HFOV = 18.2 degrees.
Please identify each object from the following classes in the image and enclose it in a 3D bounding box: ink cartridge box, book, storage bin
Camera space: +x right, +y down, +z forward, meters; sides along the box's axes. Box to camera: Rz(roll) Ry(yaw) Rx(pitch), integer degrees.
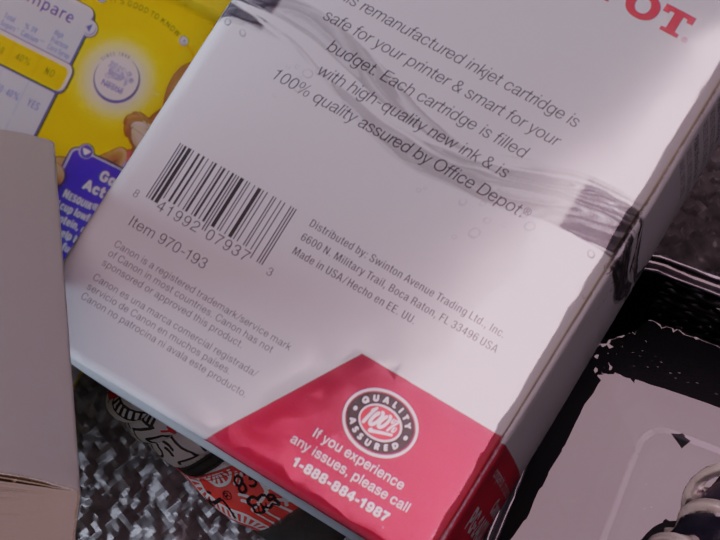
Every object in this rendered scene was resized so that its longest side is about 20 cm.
[{"bbox_3d":[0.016,-0.024,0.699,0.145,0.083,0.200,30,83,15],"label":"ink cartridge box"},{"bbox_3d":[-0.146,0.014,0.605,0.134,0.200,0.048,4,117,-13],"label":"book"},{"bbox_3d":[0.147,0.093,0.775,0.200,0.094,0.135,22,78,4],"label":"storage bin"}]

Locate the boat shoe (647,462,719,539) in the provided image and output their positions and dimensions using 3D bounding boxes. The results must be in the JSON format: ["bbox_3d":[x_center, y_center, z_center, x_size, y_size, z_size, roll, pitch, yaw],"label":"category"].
[{"bbox_3d":[0.102,0.100,0.697,0.200,0.075,0.093,0,70,-7],"label":"boat shoe"}]

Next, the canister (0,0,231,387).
[{"bbox_3d":[-0.131,-0.044,0.745,0.148,0.087,0.200,27,91,-19],"label":"canister"}]

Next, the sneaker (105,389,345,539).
[{"bbox_3d":[0.000,0.001,0.767,0.108,0.067,0.201,37,107,-14],"label":"sneaker"}]
